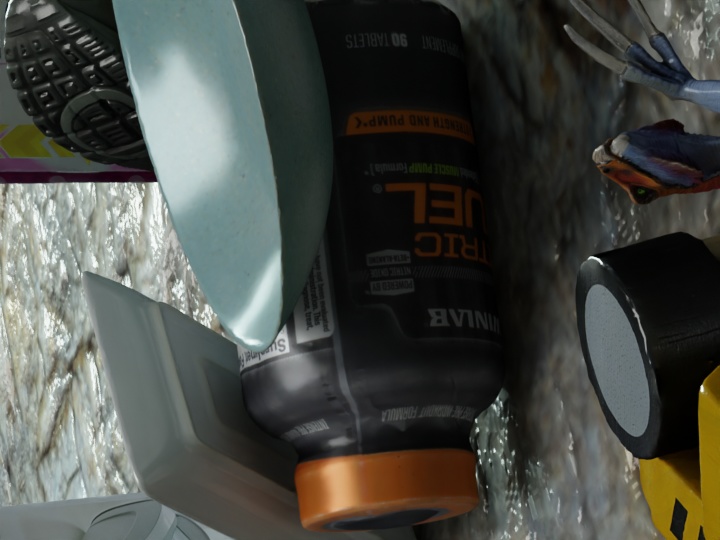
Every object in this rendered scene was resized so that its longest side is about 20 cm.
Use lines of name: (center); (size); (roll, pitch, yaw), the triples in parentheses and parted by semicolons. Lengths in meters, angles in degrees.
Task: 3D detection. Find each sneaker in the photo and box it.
sneaker: (-0.073, -0.082, 1.175); (0.076, 0.200, 0.091); (-7, 62, 36)

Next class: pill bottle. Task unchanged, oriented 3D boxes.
pill bottle: (0.000, 0.000, 1.096); (0.106, 0.106, 0.201); (148, 117, -65)

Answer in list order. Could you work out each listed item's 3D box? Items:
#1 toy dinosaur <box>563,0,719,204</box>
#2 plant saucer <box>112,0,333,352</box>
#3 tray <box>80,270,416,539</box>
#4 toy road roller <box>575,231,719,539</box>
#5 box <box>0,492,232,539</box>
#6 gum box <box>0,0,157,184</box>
toy dinosaur: (0.126, -0.051, 0.816); (0.200, 0.105, 0.182); (58, 165, 31)
plant saucer: (-0.046, -0.072, 1.004); (0.201, 0.038, 0.202); (166, 90, -75)
tray: (-0.035, 0.072, 1.132); (0.022, 0.200, 0.108); (-32, 53, 20)
toy road roller: (0.147, 0.070, 0.733); (0.200, 0.122, 0.147); (-130, 28, -57)
box: (-0.063, 0.192, 1.175); (0.200, 0.175, 0.097); (-118, 31, -47)
gum box: (-0.117, -0.098, 1.246); (0.066, 0.199, 0.114); (171, 98, -68)
